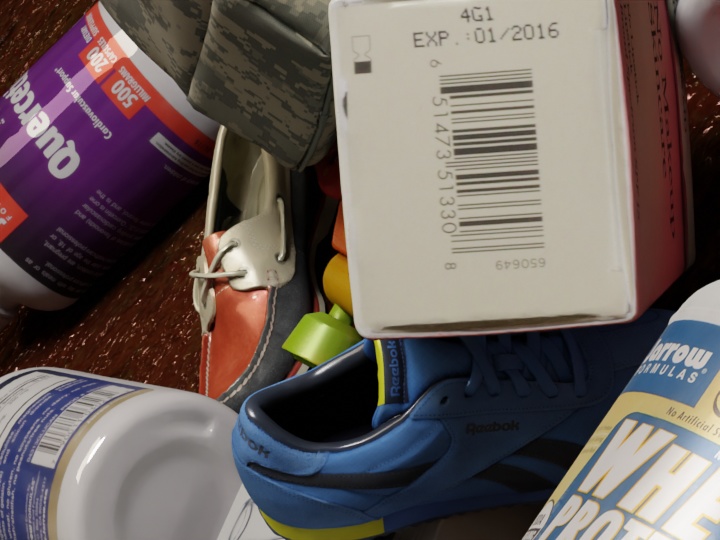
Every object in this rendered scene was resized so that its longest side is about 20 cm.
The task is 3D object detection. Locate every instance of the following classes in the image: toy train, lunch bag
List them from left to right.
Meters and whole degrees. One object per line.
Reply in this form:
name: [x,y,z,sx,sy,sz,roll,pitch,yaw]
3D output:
lunch bag: [-0.049,-0.159,1.202,0.140,0.167,0.200,-58,-1,-17]
toy train: [0.000,0.000,1.289,0.116,0.084,0.200,-63,28,1]

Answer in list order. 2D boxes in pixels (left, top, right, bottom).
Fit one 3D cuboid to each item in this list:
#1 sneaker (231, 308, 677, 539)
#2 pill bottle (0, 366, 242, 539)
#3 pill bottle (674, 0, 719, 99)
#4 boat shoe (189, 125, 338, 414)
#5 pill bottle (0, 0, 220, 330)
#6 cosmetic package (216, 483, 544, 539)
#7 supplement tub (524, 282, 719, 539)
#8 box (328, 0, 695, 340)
sneaker: [0.047,0.050,1.077,0.199,0.079,0.066,-15,54,-4]
pill bottle: [-0.133,0.104,1.303,0.200,0.111,0.111,6,59,57]
pill bottle: [0.205,-0.164,1.163,0.106,0.106,0.201,-19,38,43]
boat shoe: [-0.055,-0.003,1.379,0.071,0.063,0.201,-25,37,33]
pill bottle: [-0.163,-0.057,1.543,0.200,0.112,0.113,-43,28,10]
cosmetic package: [-0.016,0.156,1.137,0.150,0.052,0.201,-16,42,48]
supplement tub: [0.134,0.094,0.884,0.200,0.145,0.144,-55,29,-11]
box: [0.065,-0.050,1.079,0.108,0.129,0.200,-4,6,14]
